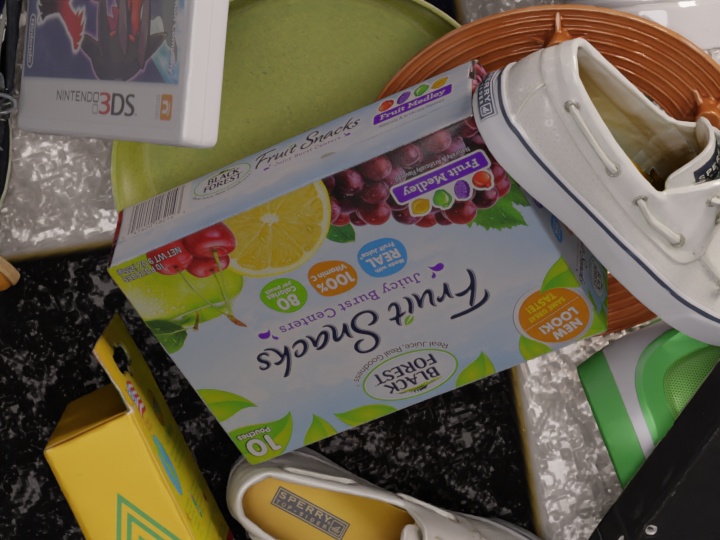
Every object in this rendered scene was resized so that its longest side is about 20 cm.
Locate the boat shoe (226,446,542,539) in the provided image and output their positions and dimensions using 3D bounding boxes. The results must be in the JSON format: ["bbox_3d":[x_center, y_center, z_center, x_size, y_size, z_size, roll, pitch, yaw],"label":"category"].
[{"bbox_3d":[0.024,0.145,1.455,0.200,0.070,0.071,27,97,-3],"label":"boat shoe"}]

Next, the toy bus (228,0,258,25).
[{"bbox_3d":[-0.064,-0.223,1.398,0.065,0.078,0.201,11,98,-11],"label":"toy bus"}]

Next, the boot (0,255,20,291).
[{"bbox_3d":[-0.279,0.018,1.380,0.201,0.071,0.144,23,76,5],"label":"boot"}]

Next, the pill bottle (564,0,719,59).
[{"bbox_3d":[0.133,-0.205,1.388,0.111,0.111,0.201,-5,98,0],"label":"pill bottle"}]

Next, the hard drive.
[{"bbox_3d":[0.211,0.099,1.399,0.139,0.038,0.200,17,121,-26],"label":"hard drive"}]

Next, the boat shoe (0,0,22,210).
[{"bbox_3d":[-0.205,-0.093,1.427,0.074,0.062,0.201,10,99,-3],"label":"boat shoe"}]

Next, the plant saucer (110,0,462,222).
[{"bbox_3d":[-0.024,-0.059,1.418,0.199,0.031,0.201,-4,121,-7],"label":"plant saucer"}]

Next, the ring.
[{"bbox_3d":[0.096,-0.041,1.398,0.200,0.019,0.201,1,128,1],"label":"ring"}]

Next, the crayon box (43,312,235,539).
[{"bbox_3d":[-0.100,0.127,1.425,0.051,0.127,0.201,-25,96,3],"label":"crayon box"}]

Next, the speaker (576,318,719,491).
[{"bbox_3d":[0.213,0.046,1.436,0.199,0.088,0.089,-21,97,3],"label":"speaker"}]

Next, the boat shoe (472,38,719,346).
[{"bbox_3d":[0.148,-0.042,1.332,0.086,0.075,0.202,-29,124,33],"label":"boat shoe"}]

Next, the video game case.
[{"bbox_3d":[-0.110,-0.161,1.357,0.023,0.182,0.201,4,92,-31],"label":"video game case"}]

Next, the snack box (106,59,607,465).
[{"bbox_3d":[0.000,0.000,1.388,0.199,0.053,0.142,-22,124,20],"label":"snack box"}]
